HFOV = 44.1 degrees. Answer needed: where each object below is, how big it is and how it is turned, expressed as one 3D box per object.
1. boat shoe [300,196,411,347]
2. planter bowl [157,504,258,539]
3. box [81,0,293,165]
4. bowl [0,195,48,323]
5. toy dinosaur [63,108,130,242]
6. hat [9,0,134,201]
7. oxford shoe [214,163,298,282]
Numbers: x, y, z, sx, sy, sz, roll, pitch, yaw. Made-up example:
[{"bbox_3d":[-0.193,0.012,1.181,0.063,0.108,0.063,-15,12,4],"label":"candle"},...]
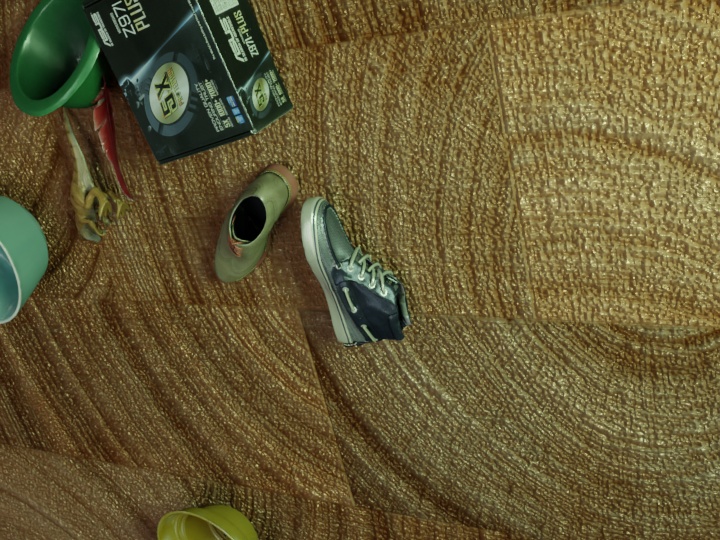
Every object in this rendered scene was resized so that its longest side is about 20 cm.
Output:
[{"bbox_3d":[0.000,0.000,1.055,0.092,0.075,0.202,-3,124,25],"label":"boat shoe"},{"bbox_3d":[-0.228,0.446,1.452,0.198,0.083,0.203,16,125,23],"label":"planter bowl"},{"bbox_3d":[-0.194,-0.242,1.007,0.162,0.086,0.202,-9,113,36],"label":"box"},{"bbox_3d":[-0.552,-0.033,1.342,0.198,0.105,0.203,15,125,22],"label":"bowl"},{"bbox_3d":[-0.376,-0.110,1.217,0.105,0.060,0.202,21,127,21],"label":"toy dinosaur"},{"bbox_3d":[-0.327,-0.238,1.131,0.200,0.175,0.166,-48,55,13],"label":"hat"},{"bbox_3d":[-0.148,-0.047,1.105,0.070,0.075,0.201,37,131,5],"label":"oxford shoe"}]
